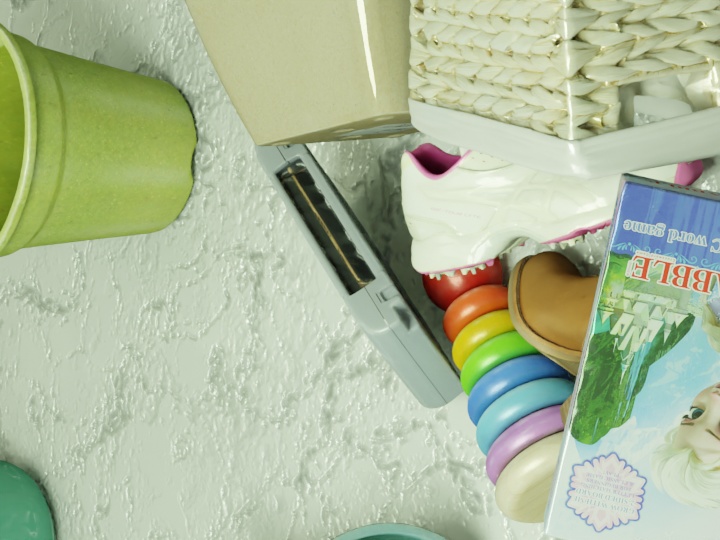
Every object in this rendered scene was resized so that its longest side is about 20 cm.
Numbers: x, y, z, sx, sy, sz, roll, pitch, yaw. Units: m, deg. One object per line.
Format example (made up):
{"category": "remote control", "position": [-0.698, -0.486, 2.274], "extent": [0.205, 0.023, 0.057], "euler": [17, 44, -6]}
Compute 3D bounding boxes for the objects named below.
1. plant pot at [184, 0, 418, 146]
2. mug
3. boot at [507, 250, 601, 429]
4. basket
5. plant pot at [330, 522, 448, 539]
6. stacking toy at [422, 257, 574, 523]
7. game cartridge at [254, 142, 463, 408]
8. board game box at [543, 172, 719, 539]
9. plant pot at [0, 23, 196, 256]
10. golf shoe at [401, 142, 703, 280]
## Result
{"category": "plant pot", "position": [0.009, -0.180, 1.183], "extent": [0.200, 0.200, 0.177], "euler": [-10, 89, 49]}
{"category": "mug", "position": [-0.356, 0.242, 1.639], "extent": [0.185, 0.114, 0.152], "euler": [20, 105, 48]}
{"category": "boot", "position": [0.169, 0.009, 1.068], "extent": [0.155, 0.077, 0.200], "euler": [-49, 22, 20]}
{"category": "basket", "position": [0.123, -0.135, 1.028], "extent": [0.200, 0.135, 0.124], "euler": [-152, 54, -61]}
{"category": "plant pot", "position": [-0.033, 0.271, 1.228], "extent": [0.196, 0.200, 0.200], "euler": [-10, 81, 57]}
{"category": "stacking toy", "position": [0.091, 0.061, 1.168], "extent": [0.085, 0.085, 0.200], "euler": [-53, 47, 34]}
{"category": "game cartridge", "position": [0.000, 0.000, 1.231], "extent": [0.042, 0.133, 0.200], "euler": [-31, 52, -1]}
{"category": "board game box", "position": [0.215, 0.066, 0.958], "extent": [0.200, 0.041, 0.200], "euler": [12, 101, 6]}
{"category": "plant pot", "position": [-0.242, -0.098, 1.464], "extent": [0.200, 0.184, 0.201], "euler": [-3, 86, 49]}
{"category": "golf shoe", "position": [0.109, -0.057, 1.112], "extent": [0.200, 0.075, 0.092], "euler": [-15, 96, 27]}
